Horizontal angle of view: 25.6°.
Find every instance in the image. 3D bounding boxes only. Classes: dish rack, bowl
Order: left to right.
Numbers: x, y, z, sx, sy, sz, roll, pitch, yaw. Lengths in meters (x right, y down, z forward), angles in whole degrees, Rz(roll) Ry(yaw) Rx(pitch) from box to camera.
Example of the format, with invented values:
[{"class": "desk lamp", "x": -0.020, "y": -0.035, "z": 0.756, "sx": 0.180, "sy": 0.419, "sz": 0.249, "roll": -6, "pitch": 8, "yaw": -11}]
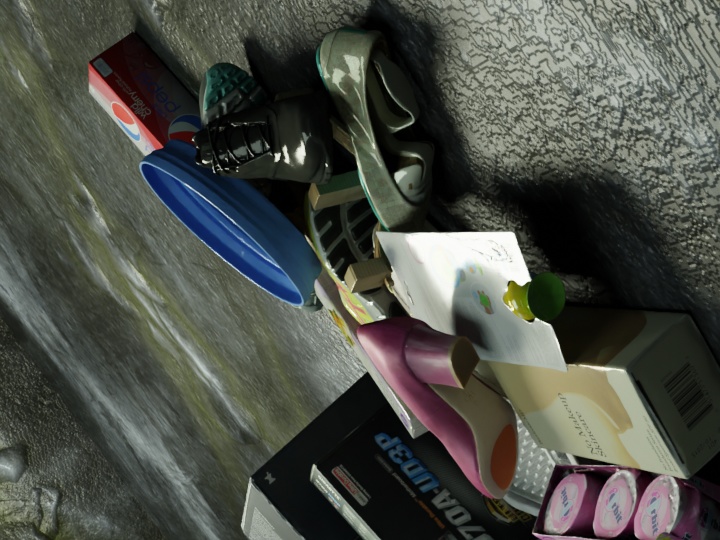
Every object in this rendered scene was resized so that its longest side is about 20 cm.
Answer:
[{"class": "bowl", "x": -0.117, "y": -0.046, "z": 1.471, "sx": 0.200, "sy": 0.039, "sz": 0.201, "roll": 38, "pitch": 168, "yaw": 10}, {"class": "dish rack", "x": 0.158, "y": 0.156, "z": 1.439, "sx": 0.200, "sy": 0.043, "sz": 0.172, "roll": 10, "pitch": 135, "yaw": 60}]

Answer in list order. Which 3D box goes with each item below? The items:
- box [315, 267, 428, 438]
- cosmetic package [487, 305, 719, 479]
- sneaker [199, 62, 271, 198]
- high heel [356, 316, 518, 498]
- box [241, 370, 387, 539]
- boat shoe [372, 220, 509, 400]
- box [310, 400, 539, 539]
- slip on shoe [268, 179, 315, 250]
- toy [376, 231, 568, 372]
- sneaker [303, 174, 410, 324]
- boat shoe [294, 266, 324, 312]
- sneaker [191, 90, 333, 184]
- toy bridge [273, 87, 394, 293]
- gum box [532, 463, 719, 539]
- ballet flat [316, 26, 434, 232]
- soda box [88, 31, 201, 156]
[{"class": "box", "x": 0.017, "y": 0.073, "z": 1.539, "sx": 0.200, "sy": 0.041, "sz": 0.039, "roll": 54, "pitch": 165, "yaw": 33}, {"class": "cosmetic package", "x": 0.190, "y": 0.089, "z": 1.219, "sx": 0.106, "sy": 0.071, "sz": 0.200, "roll": 58, "pitch": 158, "yaw": -14}, {"class": "sneaker", "x": -0.125, "y": -0.123, "z": 1.536, "sx": 0.091, "sy": 0.077, "sz": 0.201, "roll": 39, "pitch": 154, "yaw": 40}, {"class": "high heel", "x": 0.066, "y": 0.115, "z": 1.305, "sx": 0.095, "sy": 0.068, "sz": 0.200, "roll": 11, "pitch": 148, "yaw": 34}, {"class": "box", "x": -0.015, "y": 0.227, "z": 1.694, "sx": 0.124, "sy": 0.200, "sz": 0.197, "roll": 44, "pitch": 159, "yaw": 14}, {"class": "boat shoe", "x": 0.082, "y": 0.036, "z": 1.366, "sx": 0.200, "sy": 0.072, "sz": 0.060, "roll": 48, "pitch": 166, "yaw": 19}, {"class": "box", "x": 0.073, "y": 0.221, "z": 1.559, "sx": 0.200, "sy": 0.159, "sz": 0.046, "roll": 46, "pitch": 158, "yaw": 15}, {"class": "slip on shoe", "x": -0.058, "y": -0.070, "z": 1.494, "sx": 0.076, "sy": 0.060, "sz": 0.201, "roll": 36, "pitch": 154, "yaw": 36}, {"class": "toy", "x": 0.096, "y": 0.013, "z": 1.243, "sx": 0.200, "sy": 0.047, "sz": 0.116, "roll": 7, "pitch": 123, "yaw": 64}, {"class": "sneaker", "x": 0.000, "y": 0.000, "z": 1.463, "sx": 0.201, "sy": 0.078, "sz": 0.090, "roll": 59, "pitch": 158, "yaw": -19}, {"class": "boat shoe", "x": -0.109, "y": -0.020, "z": 1.669, "sx": 0.199, "sy": 0.073, "sz": 0.062, "roll": 32, "pitch": 148, "yaw": 31}, {"class": "sneaker", "x": -0.081, "y": -0.102, "z": 1.306, "sx": 0.200, "sy": 0.090, "sz": 0.077, "roll": 169, "pitch": 96, "yaw": -68}, {"class": "toy bridge", "x": -0.011, "y": -0.071, "z": 1.367, "sx": 0.027, "sy": 0.067, "sz": 0.201, "roll": 115, "pitch": 136, "yaw": -58}, {"class": "gum box", "x": 0.237, "y": 0.204, "z": 1.252, "sx": 0.113, "sy": 0.067, "sz": 0.200, "roll": 25, "pitch": 165, "yaw": -18}, {"class": "ballet flat", "x": 0.025, "y": -0.104, "z": 1.269, "sx": 0.062, "sy": 0.068, "sz": 0.201, "roll": -1, "pitch": 131, "yaw": 34}, {"class": "soda box", "x": -0.200, "y": -0.149, "z": 1.660, "sx": 0.200, "sy": 0.063, "sz": 0.070, "roll": 48, "pitch": 159, "yaw": 11}]
